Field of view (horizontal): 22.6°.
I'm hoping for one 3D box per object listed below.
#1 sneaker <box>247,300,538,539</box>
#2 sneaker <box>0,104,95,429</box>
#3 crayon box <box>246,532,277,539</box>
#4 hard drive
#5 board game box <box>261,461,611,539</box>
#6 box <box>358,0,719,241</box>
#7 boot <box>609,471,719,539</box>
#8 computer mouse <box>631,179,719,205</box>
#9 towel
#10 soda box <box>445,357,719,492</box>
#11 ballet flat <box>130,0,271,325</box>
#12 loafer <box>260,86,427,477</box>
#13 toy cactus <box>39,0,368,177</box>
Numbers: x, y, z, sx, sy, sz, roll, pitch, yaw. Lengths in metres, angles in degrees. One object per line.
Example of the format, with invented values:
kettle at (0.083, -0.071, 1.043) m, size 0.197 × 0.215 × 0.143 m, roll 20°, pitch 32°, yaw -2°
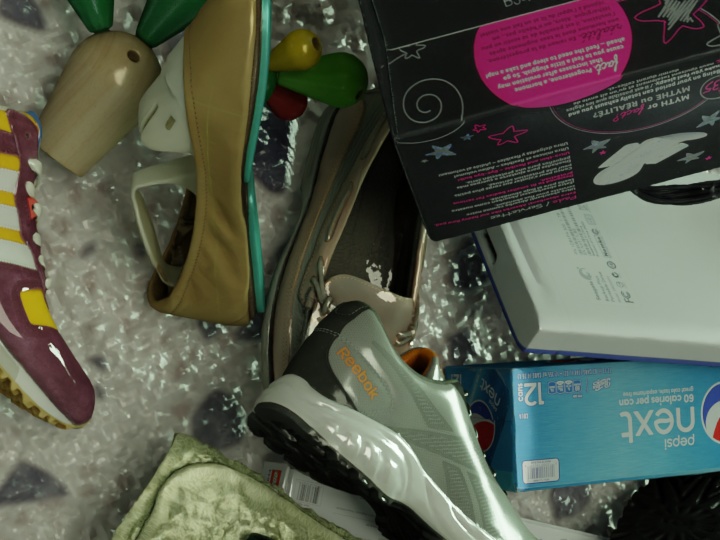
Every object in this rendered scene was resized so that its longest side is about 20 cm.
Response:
sneaker at (0.035, 0.089, 0.844) m, size 0.200 × 0.074 × 0.079 m, roll 45°, pitch 66°, yaw -39°
sneaker at (-0.163, -0.023, 0.802) m, size 0.090 × 0.075 × 0.200 m, roll -40°, pitch 107°, yaw -18°
crayon box at (-0.025, 0.234, 0.802) m, size 0.125 × 0.052 × 0.201 m, roll 26°, pitch 80°, yaw -23°
hard drive at (0.153, -0.006, 0.959) m, size 0.199 × 0.025 × 0.132 m, roll 5°, pitch 46°, yaw -28°
board game box at (0.031, 0.179, 0.920) m, size 0.199 × 0.035 × 0.127 m, roll 17°, pitch 81°, yaw -26°
box at (0.105, -0.113, 0.816) m, size 0.199 × 0.115 × 0.133 m, roll -15°, pitch 65°, yaw 4°
boot at (0.174, 0.206, 0.968) m, size 0.211 × 0.079 × 0.158 m, roll -33°, pitch 122°, yaw -48°
computer mouse at (0.107, -0.074, 0.902) m, size 0.034 × 0.199 × 0.059 m, roll -8°, pitch 114°, yaw -60°
towel at (-0.041, 0.182, 0.842) m, size 0.200 × 0.036 × 0.149 m, roll 33°, pitch 75°, yaw -22°
soda box at (0.147, 0.078, 0.969) m, size 0.199 × 0.068 × 0.064 m, roll -1°, pitch 89°, yaw -29°
ballet flat at (-0.072, -0.048, 0.807) m, size 0.063 × 0.200 × 0.069 m, roll 1°, pitch 42°, yaw -4°
loafer at (0.000, 0.000, 0.880) m, size 0.072 × 0.063 × 0.201 m, roll 19°, pitch 69°, yaw -31°
toy cactus at (-0.098, -0.122, 0.847) m, size 0.200 × 0.102 × 0.165 m, roll 38°, pitch 90°, yaw -24°
